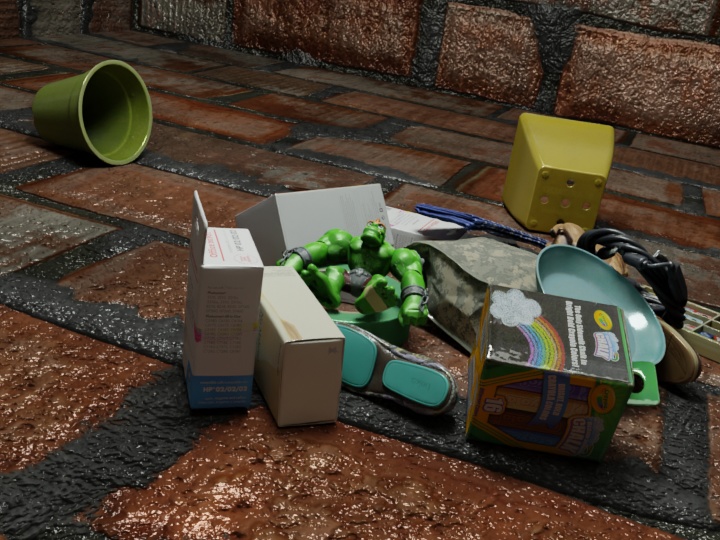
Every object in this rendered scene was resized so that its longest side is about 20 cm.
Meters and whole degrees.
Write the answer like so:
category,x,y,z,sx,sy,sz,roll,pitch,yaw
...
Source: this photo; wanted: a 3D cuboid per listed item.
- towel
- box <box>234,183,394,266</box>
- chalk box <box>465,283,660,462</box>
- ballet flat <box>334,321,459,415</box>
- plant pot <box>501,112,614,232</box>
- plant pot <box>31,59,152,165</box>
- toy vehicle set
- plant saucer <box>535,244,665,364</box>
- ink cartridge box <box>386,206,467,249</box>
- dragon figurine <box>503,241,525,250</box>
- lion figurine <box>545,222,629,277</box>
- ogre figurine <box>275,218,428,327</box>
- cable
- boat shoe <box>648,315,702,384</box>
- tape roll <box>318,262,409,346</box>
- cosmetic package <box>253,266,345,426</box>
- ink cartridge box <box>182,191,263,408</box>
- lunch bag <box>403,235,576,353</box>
category,x,y,z,sx,sy,sz,roll,pitch,yaw
towel,0.195,-0.065,1.353,0.197,0.024,0.144,14,4,-38
box,-0.068,-0.060,1.288,0.197,0.100,0.123,-10,-5,-39
chalk box,0.222,0.115,0.938,0.195,0.126,0.126,11,40,2
ballet flat,0.029,0.117,1.001,0.197,0.074,0.072,21,24,29
plant pot,0.401,-0.174,1.725,0.195,0.204,0.178,9,32,1
plant pot,-0.559,-0.318,1.749,0.186,0.205,0.199,4,16,30
toy vehicle set,0.493,0.080,1.311,0.198,0.027,0.123,25,27,37
plant saucer,0.297,0.052,1.097,0.197,0.036,0.202,21,39,-18
ink cartridge box,0.072,-0.052,1.429,0.196,0.069,0.115,15,21,19
dragon figurine,0.192,-0.007,1.373,0.196,0.060,0.099,-1,23,-26
lion figurine,0.358,-0.025,1.355,0.200,0.072,0.123,46,30,-20
ogre figurine,0.000,0.000,1.107,0.196,0.100,0.121,0,34,22
cable,0.384,0.016,1.212,0.162,0.051,0.200,25,-14,40
boat shoe,0.410,0.096,1.180,0.070,0.074,0.200,3,14,-18
tape roll,-0.027,0.048,1.163,0.195,0.049,0.201,8,20,-3
cosmetic package,-0.085,0.080,0.981,0.070,0.108,0.200,-2,21,-21
ink cartridge box,-0.149,0.029,0.923,0.066,0.204,0.115,1,22,-17
lunch bag,0.167,0.021,1.197,0.162,0.120,0.199,-7,33,-40
